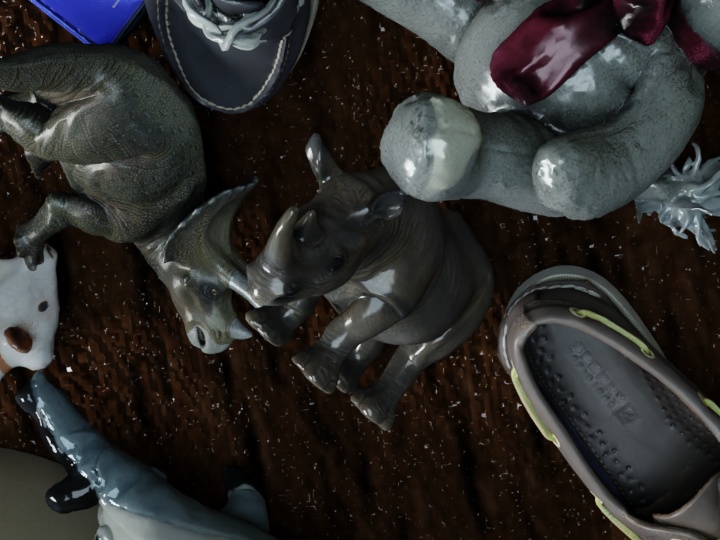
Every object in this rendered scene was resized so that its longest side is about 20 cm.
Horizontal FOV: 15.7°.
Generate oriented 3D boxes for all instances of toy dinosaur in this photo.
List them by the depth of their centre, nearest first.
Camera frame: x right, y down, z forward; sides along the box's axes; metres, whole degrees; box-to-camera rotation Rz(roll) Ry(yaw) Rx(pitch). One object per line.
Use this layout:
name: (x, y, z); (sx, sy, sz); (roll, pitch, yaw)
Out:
toy dinosaur: (-0.101, -0.054, 1.033); (0.102, 0.077, 0.200); (-9, 133, 17)

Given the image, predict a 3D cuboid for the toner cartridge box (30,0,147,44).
toner cartridge box: (-0.076, -0.192, 1.028); (0.095, 0.043, 0.200); (38, 107, -3)

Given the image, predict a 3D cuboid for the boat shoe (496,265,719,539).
boat shoe: (0.130, 0.085, 1.056); (0.072, 0.060, 0.200); (-39, 95, 15)

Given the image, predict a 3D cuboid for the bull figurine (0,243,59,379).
bull figurine: (-0.221, 0.033, 1.098); (0.200, 0.065, 0.121); (-37, 92, 15)

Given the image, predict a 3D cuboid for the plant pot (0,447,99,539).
plant pot: (-0.174, 0.190, 1.093); (0.200, 0.134, 0.201); (2, 105, 9)

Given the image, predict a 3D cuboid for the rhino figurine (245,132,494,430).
rhino figurine: (0.000, 0.000, 0.995); (0.060, 0.200, 0.087); (40, 90, 21)

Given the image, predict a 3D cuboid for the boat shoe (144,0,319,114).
boat shoe: (-0.054, -0.114, 0.961); (0.073, 0.063, 0.200); (14, 146, 4)

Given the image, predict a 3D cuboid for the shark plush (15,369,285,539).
shark plush: (-0.063, 0.118, 1.090); (0.200, 0.083, 0.091); (31, 139, 6)

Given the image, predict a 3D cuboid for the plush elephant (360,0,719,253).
plush elephant: (0.106, -0.099, 0.966); (0.200, 0.165, 0.155); (24, 124, -27)
